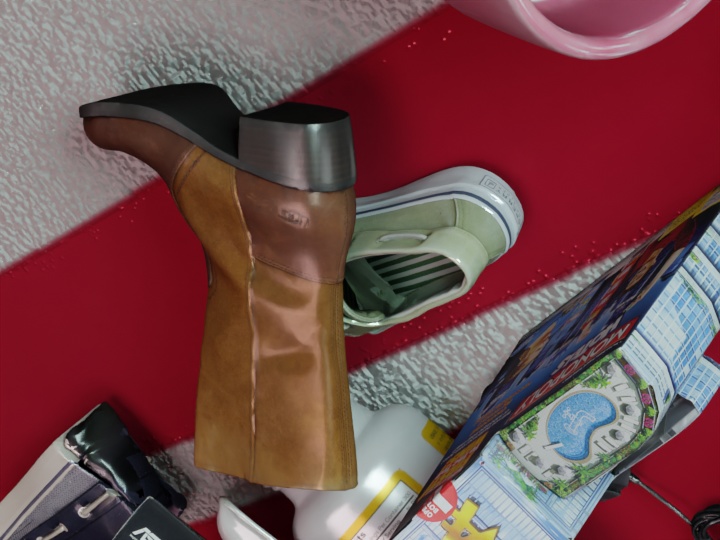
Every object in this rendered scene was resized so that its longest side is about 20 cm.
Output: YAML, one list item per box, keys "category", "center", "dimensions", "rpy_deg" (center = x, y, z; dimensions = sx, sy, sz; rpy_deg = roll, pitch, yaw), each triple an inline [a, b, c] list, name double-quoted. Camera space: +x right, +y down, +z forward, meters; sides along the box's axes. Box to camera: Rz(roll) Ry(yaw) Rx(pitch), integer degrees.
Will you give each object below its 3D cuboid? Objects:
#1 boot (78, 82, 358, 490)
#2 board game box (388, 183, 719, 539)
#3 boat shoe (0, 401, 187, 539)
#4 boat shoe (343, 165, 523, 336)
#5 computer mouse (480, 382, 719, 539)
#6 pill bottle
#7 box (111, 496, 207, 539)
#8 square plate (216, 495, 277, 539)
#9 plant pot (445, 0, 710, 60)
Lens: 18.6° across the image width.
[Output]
- category: "boot"
  center: [-0.074, 0.006, 1.158]
  dimensions: [0.188, 0.068, 0.201]
  rpy_deg: [10, 109, 32]
- category: "board game box"
  center: [0.105, 0.068, 1.031]
  dimensions: [0.062, 0.200, 0.200]
  rpy_deg: [43, 140, -4]
- category: "boat shoe"
  center: [-0.189, 0.173, 1.440]
  dimensions: [0.093, 0.075, 0.200]
  rpy_deg: [47, 139, 3]
- category: "boat shoe"
  center: [0.000, 0.000, 1.155]
  dimensions: [0.072, 0.062, 0.200]
  rpy_deg: [50, 138, -12]
- category: "computer mouse"
  center: [0.147, 0.124, 1.178]
  dimensions: [0.200, 0.034, 0.059]
  rpy_deg: [33, 138, 8]
- category: "pill bottle"
  center: [0.034, 0.146, 1.229]
  dimensions: [0.200, 0.104, 0.104]
  rpy_deg: [40, 140, 1]
- category: "box"
  center: [-0.047, 0.227, 1.300]
  dimensions: [0.200, 0.049, 0.161]
  rpy_deg: [37, 171, 22]
- category: "square plate"
  center: [-0.013, 0.205, 1.297]
  dimensions: [0.200, 0.028, 0.198]
  rpy_deg: [40, 172, 1]
- category: "plant pot"
  center: [0.052, -0.203, 0.852]
  dimensions: [0.179, 0.200, 0.201]
  rpy_deg: [28, 141, 37]
